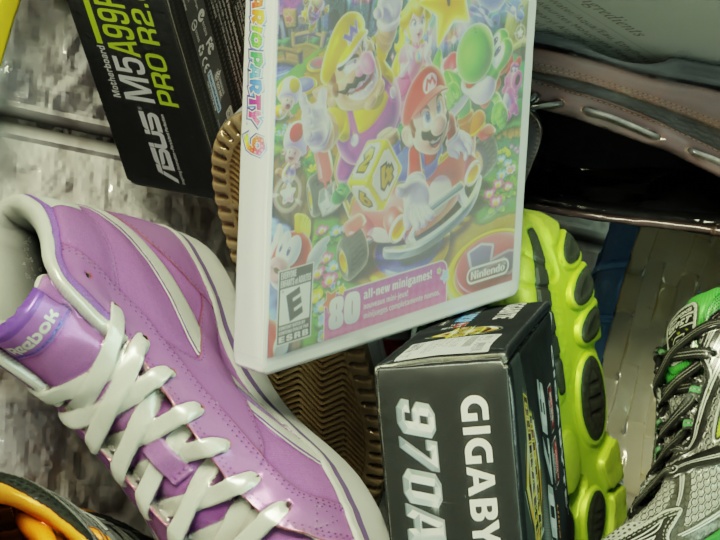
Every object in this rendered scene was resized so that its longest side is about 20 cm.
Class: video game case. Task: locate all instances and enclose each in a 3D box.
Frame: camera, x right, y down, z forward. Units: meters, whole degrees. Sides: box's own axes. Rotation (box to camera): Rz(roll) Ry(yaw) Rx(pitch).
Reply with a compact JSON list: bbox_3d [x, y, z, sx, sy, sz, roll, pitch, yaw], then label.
[{"bbox_3d":[0.013,-0.075,0.788,0.143,0.018,0.200,-16,114,-48],"label":"video game case"}]

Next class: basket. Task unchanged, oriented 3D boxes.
[{"bbox_3d":[0.122,0.027,1.004,0.200,0.139,0.177,12,87,-15],"label":"basket"}]

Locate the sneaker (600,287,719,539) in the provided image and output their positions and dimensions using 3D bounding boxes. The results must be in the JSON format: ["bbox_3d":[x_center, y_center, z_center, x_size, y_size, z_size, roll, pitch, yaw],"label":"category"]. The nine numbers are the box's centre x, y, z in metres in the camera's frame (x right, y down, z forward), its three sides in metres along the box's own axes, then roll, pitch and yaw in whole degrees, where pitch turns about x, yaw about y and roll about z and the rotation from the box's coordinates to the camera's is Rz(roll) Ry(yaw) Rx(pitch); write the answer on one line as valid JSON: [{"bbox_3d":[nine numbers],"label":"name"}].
[{"bbox_3d":[0.133,0.062,0.884,0.085,0.078,0.200,50,49,-6],"label":"sneaker"}]

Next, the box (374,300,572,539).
[{"bbox_3d":[0.047,0.118,0.804,0.159,0.046,0.200,-25,110,-79],"label":"box"}]

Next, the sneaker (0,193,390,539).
[{"bbox_3d":[-0.071,0.055,0.764,0.114,0.073,0.201,25,25,-53],"label":"sneaker"}]

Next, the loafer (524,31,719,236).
[{"bbox_3d":[0.080,-0.051,0.922,0.072,0.200,0.063,93,3,-50],"label":"loafer"}]

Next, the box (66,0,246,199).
[{"bbox_3d":[-0.053,-0.149,0.821,0.200,0.044,0.160,76,32,-49],"label":"box"}]

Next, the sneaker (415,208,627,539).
[{"bbox_3d":[0.056,0.075,0.927,0.074,0.083,0.200,-9,97,-50],"label":"sneaker"}]

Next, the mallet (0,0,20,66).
[{"bbox_3d":[-0.126,-0.062,0.802,0.066,0.041,0.200,23,75,-50],"label":"mallet"}]

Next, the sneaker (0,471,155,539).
[{"bbox_3d":[-0.108,0.109,0.772,0.200,0.077,0.078,24,67,-47],"label":"sneaker"}]

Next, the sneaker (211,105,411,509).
[{"bbox_3d":[0.000,0.000,0.885,0.113,0.071,0.200,-51,147,-46],"label":"sneaker"}]

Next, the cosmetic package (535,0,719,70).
[{"bbox_3d":[0.115,-0.162,0.961,0.165,0.200,0.165,24,69,-46],"label":"cosmetic package"}]
